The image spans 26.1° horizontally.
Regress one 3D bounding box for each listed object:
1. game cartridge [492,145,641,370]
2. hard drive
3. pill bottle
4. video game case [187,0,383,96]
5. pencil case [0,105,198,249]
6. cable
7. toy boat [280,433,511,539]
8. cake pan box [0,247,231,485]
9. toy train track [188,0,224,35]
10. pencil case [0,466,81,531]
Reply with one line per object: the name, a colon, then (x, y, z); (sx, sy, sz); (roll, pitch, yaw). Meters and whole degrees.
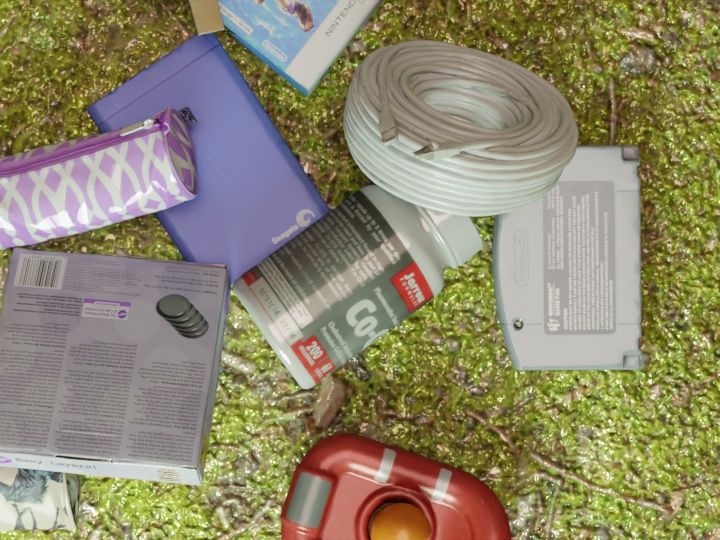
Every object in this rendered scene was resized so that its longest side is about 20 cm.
game cartridge: (0.184, -0.012, 1.387); (0.132, 0.040, 0.202); (0, 89, -7)
hard drive: (-0.132, -0.094, 1.370); (0.131, 0.025, 0.201); (-34, 91, -4)
pill bottle: (0.000, 0.000, 1.334); (0.199, 0.114, 0.114); (-36, 92, -3)
video game case: (-0.067, -0.288, 1.368); (0.200, 0.045, 0.182); (38, 86, -2)
pencil case: (-0.233, -0.078, 1.315); (0.198, 0.086, 0.084); (-17, 55, 9)
cable: (0.084, -0.122, 1.306); (0.198, 0.201, 0.070); (3, 125, -19)
toy boat: (0.033, 0.222, 1.323); (0.198, 0.131, 0.132); (18, 86, -3)
cake pan box: (-0.217, 0.079, 1.301); (0.198, 0.052, 0.186); (4, 63, 1)
toy train track: (-0.101, -0.264, 1.331); (0.198, 0.033, 0.116); (-14, 84, -9)
pencil case: (-0.339, 0.178, 1.325); (0.198, 0.078, 0.090); (0, 106, -4)
